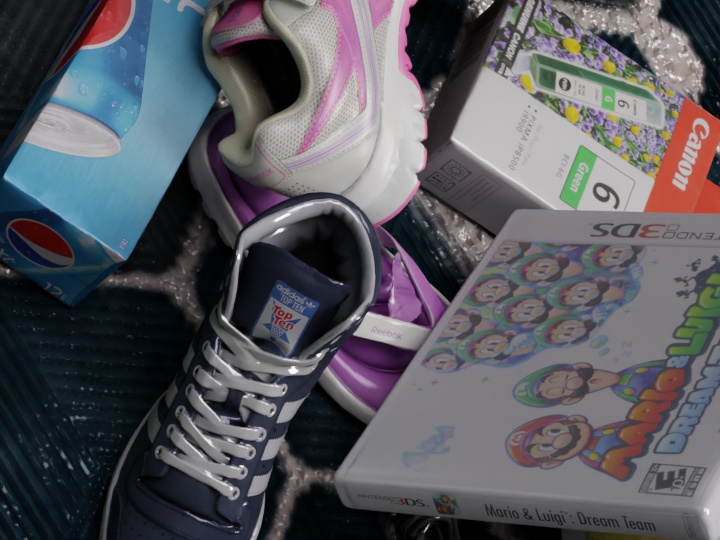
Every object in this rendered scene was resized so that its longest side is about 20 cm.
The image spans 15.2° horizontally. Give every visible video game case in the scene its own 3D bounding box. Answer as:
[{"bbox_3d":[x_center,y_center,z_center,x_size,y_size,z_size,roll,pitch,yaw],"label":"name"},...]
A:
[{"bbox_3d":[0.109,0.040,1.200,0.200,0.182,0.024,-54,135,-41],"label":"video game case"}]

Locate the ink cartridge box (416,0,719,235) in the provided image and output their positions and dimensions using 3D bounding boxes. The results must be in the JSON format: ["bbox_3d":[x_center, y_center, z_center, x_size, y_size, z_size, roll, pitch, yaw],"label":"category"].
[{"bbox_3d":[0.131,-0.044,1.361,0.200,0.050,0.109,33,57,-13],"label":"ink cartridge box"}]

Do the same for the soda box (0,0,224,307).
[{"bbox_3d":[-0.105,-0.086,1.237,0.068,0.064,0.200,35,56,-13],"label":"soda box"}]

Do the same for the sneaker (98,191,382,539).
[{"bbox_3d":[-0.052,0.055,1.160,0.070,0.109,0.200,27,70,-1],"label":"sneaker"}]

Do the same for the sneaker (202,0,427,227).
[{"bbox_3d":[-0.023,-0.121,1.211,0.088,0.081,0.200,10,68,-38],"label":"sneaker"}]

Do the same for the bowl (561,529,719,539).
[{"bbox_3d":[0.159,0.118,1.259,0.200,0.108,0.200,-22,116,-53],"label":"bowl"}]

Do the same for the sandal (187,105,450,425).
[{"bbox_3d":[-0.004,0.005,1.263,0.203,0.050,0.082,46,57,-7],"label":"sandal"}]

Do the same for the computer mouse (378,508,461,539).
[{"bbox_3d":[0.078,0.076,1.264,0.110,0.044,0.200,57,47,-36],"label":"computer mouse"}]
